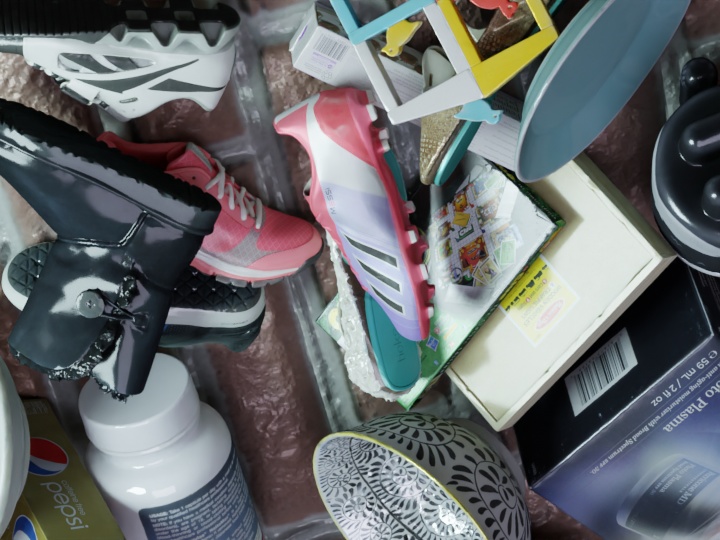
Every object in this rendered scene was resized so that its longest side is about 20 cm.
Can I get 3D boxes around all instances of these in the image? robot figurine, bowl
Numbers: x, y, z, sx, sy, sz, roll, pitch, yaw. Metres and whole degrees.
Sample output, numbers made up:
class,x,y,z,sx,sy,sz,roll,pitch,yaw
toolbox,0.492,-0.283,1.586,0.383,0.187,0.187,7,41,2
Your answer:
class,x,y,z,sx,sy,sz,roll,pitch,yaw
robot figurine,0.273,-0.064,1.573,0.125,0.200,0.151,17,81,10
bowl,0.067,0.176,1.702,0.094,0.201,0.201,-43,130,-28

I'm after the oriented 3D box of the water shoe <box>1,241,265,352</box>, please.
class,x,y,z,sx,sy,sz,roll,pitch,yaw
water shoe,-0.173,0.031,1.655,0.200,0.072,0.079,6,143,2

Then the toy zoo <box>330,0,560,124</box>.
class,x,y,z,sx,sy,sz,roll,pitch,yaw
toy zoo,0.049,-0.191,1.496,0.131,0.020,0.200,-28,90,12

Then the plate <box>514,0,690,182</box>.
class,x,y,z,sx,sy,sz,roll,pitch,yaw
plate,0.166,-0.148,1.529,0.026,0.200,0.200,40,120,17

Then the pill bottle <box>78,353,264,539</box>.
class,x,y,z,sx,sy,sz,roll,pitch,yaw
pill bottle,-0.152,0.169,1.726,0.119,0.120,0.200,-13,125,2

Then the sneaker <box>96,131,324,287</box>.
class,x,y,z,sx,sy,sz,roll,pitch,yaw
sneaker,-0.117,-0.049,1.607,0.200,0.074,0.087,12,121,-14

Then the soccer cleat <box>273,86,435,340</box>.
class,x,y,z,sx,sy,sz,roll,pitch,yaw
soccer cleat,0.000,-0.037,1.578,0.076,0.067,0.200,-15,112,9

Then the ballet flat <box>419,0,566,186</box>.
class,x,y,z,sx,sy,sz,roll,pitch,yaw
ballet flat,0.084,-0.156,1.542,0.065,0.071,0.200,34,91,5

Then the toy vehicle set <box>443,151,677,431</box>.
class,x,y,z,sx,sy,sz,roll,pitch,yaw
toy vehicle set,0.130,0.011,1.650,0.124,0.026,0.200,50,119,16

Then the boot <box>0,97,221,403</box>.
class,x,y,z,sx,sy,sz,roll,pitch,yaw
boot,-0.217,-0.012,1.552,0.200,0.076,0.168,26,104,-8

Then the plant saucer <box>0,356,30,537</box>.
class,x,y,z,sx,sy,sz,roll,pitch,yaw
plant saucer,-0.297,0.135,1.653,0.050,0.200,0.200,4,127,-37

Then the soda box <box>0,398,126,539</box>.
class,x,y,z,sx,sy,sz,roll,pitch,yaw
soda box,-0.241,0.187,1.676,0.064,0.200,0.068,-4,128,-31

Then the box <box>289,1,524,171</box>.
class,x,y,z,sx,sy,sz,roll,pitch,yaw
box,0.043,-0.132,1.588,0.200,0.039,0.041,23,120,-20

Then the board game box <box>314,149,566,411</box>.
class,x,y,z,sx,sy,sz,roll,pitch,yaw
board game box,0.058,0.002,1.658,0.105,0.023,0.200,43,116,10

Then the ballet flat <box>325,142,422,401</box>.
class,x,y,z,sx,sy,sz,roll,pitch,yaw
ballet flat,0.000,0.000,1.643,0.072,0.072,0.200,-6,97,-2

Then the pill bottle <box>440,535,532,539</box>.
class,x,y,z,sx,sy,sz,roll,pitch,yaw
pill bottle,0.131,0.282,1.839,0.200,0.113,0.113,20,120,-18

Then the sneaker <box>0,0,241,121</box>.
class,x,y,z,sx,sy,sz,roll,pitch,yaw
sneaker,-0.187,-0.144,1.533,0.200,0.074,0.089,4,122,-9

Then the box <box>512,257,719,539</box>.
class,x,y,z,sx,sy,sz,roll,pitch,yaw
box,0.262,0.126,1.742,0.198,0.123,0.200,35,115,-27
